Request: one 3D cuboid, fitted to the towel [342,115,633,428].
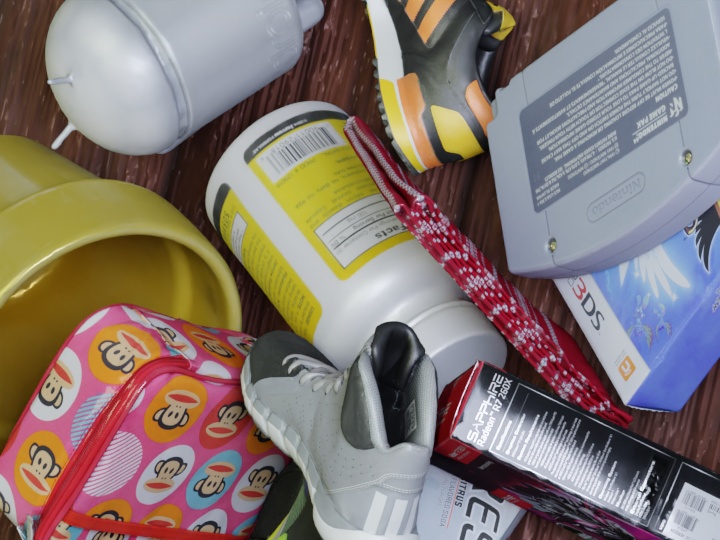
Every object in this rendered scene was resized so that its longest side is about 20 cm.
[{"bbox_3d":[0.071,0.003,1.540,0.022,0.200,0.145,-41,25,5],"label":"towel"}]

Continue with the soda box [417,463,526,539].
[{"bbox_3d":[0.044,0.155,1.562,0.063,0.068,0.200,33,66,8],"label":"soda box"}]

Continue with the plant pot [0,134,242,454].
[{"bbox_3d":[-0.204,0.013,1.741,0.201,0.200,0.189,-55,45,10],"label":"plant pot"}]

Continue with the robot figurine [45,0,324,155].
[{"bbox_3d":[-0.116,-0.148,1.723,0.200,0.170,0.113,-35,53,-22],"label":"robot figurine"}]

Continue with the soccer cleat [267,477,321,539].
[{"bbox_3d":[-0.029,0.174,1.611,0.064,0.084,0.201,24,64,24],"label":"soccer cleat"}]

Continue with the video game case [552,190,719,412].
[{"bbox_3d":[0.177,-0.054,1.539,0.200,0.045,0.182,-57,42,30],"label":"video game case"}]

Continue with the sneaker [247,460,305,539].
[{"bbox_3d":[-0.056,0.209,1.666,0.073,0.082,0.201,12,85,36],"label":"sneaker"}]

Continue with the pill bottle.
[{"bbox_3d":[0.000,0.000,1.651,0.111,0.111,0.200,-48,57,15],"label":"pill bottle"}]

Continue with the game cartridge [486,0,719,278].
[{"bbox_3d":[0.146,-0.078,1.518,0.200,0.041,0.134,-34,60,47],"label":"game cartridge"}]

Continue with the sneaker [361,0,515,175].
[{"bbox_3d":[0.050,-0.162,1.691,0.089,0.070,0.201,-14,73,13],"label":"sneaker"}]

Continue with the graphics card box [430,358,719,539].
[{"bbox_3d":[0.135,0.118,1.488,0.199,0.125,0.051,25,78,-3],"label":"graphics card box"}]

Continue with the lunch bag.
[{"bbox_3d":[-0.130,0.117,1.660,0.082,0.200,0.177,41,105,32],"label":"lunch bag"}]

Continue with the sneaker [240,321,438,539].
[{"bbox_3d":[-0.001,0.064,1.523,0.200,0.075,0.116,56,135,49],"label":"sneaker"}]
